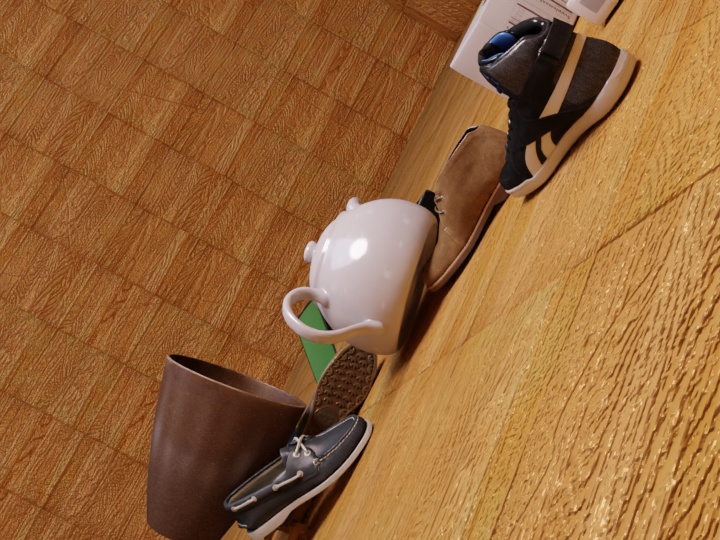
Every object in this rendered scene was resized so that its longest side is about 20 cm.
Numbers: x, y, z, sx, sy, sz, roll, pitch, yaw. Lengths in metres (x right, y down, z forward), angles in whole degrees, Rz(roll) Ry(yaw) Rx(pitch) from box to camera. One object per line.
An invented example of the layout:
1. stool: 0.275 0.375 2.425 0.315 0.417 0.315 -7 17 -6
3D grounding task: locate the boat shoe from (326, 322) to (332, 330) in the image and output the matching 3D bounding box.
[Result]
1. boat shoe: -0.030 0.073 1.367 0.200 0.067 0.073 164 100 -70

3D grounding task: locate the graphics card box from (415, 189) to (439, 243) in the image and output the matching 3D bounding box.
1. graphics card box: 0.065 -0.019 1.336 0.126 0.051 0.200 -65 4 -29

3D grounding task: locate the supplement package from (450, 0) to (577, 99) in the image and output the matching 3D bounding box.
1. supplement package: 0.212 -0.333 1.144 0.201 0.109 0.114 -64 4 -22

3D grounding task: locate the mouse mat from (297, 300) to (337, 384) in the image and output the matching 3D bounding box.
1. mouse mat: -0.059 0.134 1.398 0.007 0.162 0.200 -18 -10 -16

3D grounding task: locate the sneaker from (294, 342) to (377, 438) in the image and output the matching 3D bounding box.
1. sneaker: -0.044 0.185 1.220 0.202 0.067 0.090 -66 10 -5

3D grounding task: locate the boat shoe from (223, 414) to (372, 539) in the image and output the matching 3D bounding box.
1. boat shoe: -0.073 0.228 1.037 0.200 0.060 0.076 -43 11 5

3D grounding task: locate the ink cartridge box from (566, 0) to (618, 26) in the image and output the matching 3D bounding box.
1. ink cartridge box: 0.285 -0.365 0.928 0.161 0.050 0.201 -59 1 44

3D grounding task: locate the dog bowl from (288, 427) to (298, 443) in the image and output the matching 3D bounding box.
1. dog bowl: -0.114 0.267 1.341 0.200 0.110 0.050 131 153 -71

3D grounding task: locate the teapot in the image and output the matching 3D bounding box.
1. teapot: 0.000 0.000 1.076 0.200 0.145 0.199 51 -124 -79

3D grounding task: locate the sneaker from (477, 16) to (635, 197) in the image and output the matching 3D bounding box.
1. sneaker: 0.142 -0.148 0.785 0.073 0.111 0.200 -63 4 -30

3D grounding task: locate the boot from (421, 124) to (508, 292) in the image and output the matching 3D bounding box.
1. boot: 0.106 -0.068 0.990 0.074 0.075 0.201 -77 13 -63

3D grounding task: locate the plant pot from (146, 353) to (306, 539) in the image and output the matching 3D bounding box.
1. plant pot: -0.188 0.231 1.124 0.187 0.185 0.202 163 127 -84

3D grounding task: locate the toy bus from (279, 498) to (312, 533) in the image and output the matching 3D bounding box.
1. toy bus: -0.117 0.313 1.229 0.065 0.078 0.200 -61 4 -18

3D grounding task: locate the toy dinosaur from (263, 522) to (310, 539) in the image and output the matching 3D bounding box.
1. toy dinosaur: -0.098 0.345 1.051 0.200 0.060 0.107 102 -179 -67
